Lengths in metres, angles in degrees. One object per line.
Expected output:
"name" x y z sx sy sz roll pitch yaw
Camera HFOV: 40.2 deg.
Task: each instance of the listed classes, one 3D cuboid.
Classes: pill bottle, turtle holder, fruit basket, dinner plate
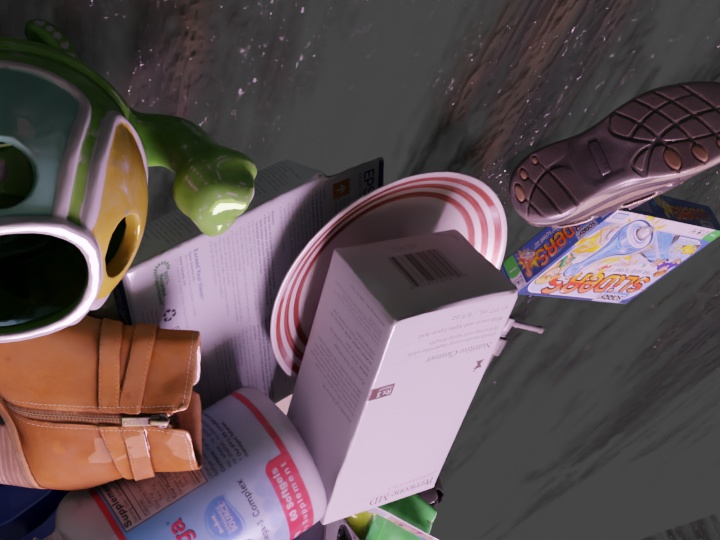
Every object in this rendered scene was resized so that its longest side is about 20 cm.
"pill bottle" -0.130 0.172 0.660 0.199 0.109 0.109 -30 158 -23
"turtle holder" -0.159 -0.030 0.483 0.185 0.132 0.141 16 118 -37
"fruit basket" -0.035 0.237 0.975 0.199 0.094 0.185 20 158 -6
"dinner plate" 0.020 0.008 0.722 0.199 0.024 0.201 -22 138 -22

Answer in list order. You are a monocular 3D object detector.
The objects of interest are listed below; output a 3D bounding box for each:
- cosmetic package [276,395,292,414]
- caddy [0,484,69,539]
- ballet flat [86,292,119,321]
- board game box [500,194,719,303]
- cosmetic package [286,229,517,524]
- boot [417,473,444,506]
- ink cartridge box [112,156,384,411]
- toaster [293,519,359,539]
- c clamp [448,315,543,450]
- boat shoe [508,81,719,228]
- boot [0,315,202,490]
"cosmetic package" -0.035 0.116 0.880 0.199 0.073 0.104 -12 112 -38
"caddy" -0.224 0.210 0.777 0.105 0.142 0.200 29 132 -33
"ballet flat" -0.183 0.021 0.696 0.199 0.070 0.066 -1 121 -42
"board game box" 0.249 -0.022 0.964 0.199 0.035 0.135 5 143 -43
"cosmetic package" 0.020 0.077 0.707 0.112 0.081 0.201 -12 133 -32
"boot" 0.062 0.233 1.177 0.077 0.139 0.200 -24 154 4
"ink cartridge box" -0.074 0.022 0.707 0.199 0.041 0.201 -26 139 -26
"toaster" -0.084 0.294 0.842 0.198 0.119 0.181 -13 137 12
"c clamp" 0.101 0.126 1.056 0.170 0.027 0.201 24 102 -43
"boat shoe" 0.216 -0.090 0.786 0.199 0.075 0.073 -18 165 12
"boot" -0.175 0.043 0.589 0.154 0.202 0.077 -2 -164 3
